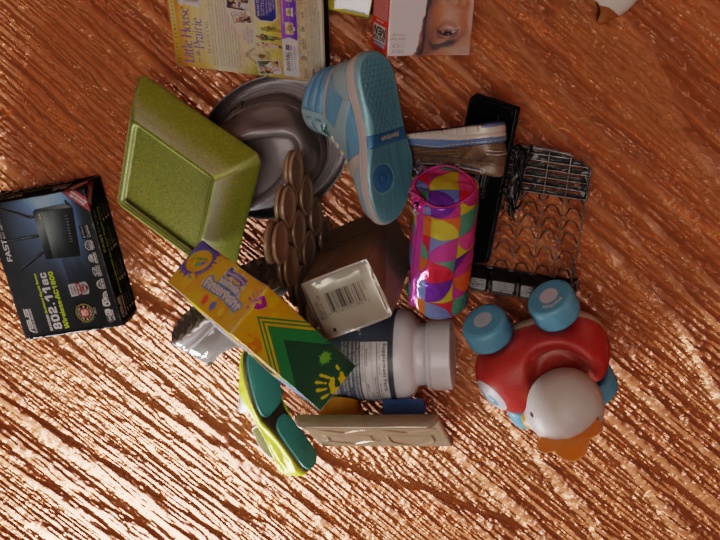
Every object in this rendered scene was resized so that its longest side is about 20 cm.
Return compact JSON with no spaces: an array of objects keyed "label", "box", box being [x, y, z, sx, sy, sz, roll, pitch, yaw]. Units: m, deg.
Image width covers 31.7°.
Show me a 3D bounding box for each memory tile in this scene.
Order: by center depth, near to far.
[{"label":"memory tile","box":[-0.074,-0.037,1.549,0.016,0.155,0.201,2,151,15]}]

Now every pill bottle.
[{"label":"pill bottle","box":[0.022,0.109,1.643,0.196,0.120,0.122,-1,110,10]}]

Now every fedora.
[{"label":"fedora","box":[-0.118,-0.144,1.590,0.198,0.090,0.179,-23,105,17]}]

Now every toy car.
[{"label":"toy car","box":[0.230,0.155,1.552,0.175,0.202,0.185,-20,127,16]}]

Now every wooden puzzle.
[{"label":"wooden puzzle","box":[0.022,0.197,1.651,0.182,0.200,0.047,-1,76,10]}]

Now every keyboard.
[{"label":"keyboard","box":[0.162,-0.105,1.539,0.103,0.039,0.203,27,116,39]}]

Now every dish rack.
[{"label":"dish rack","box":[0.209,-0.058,1.586,0.151,0.055,0.203,8,109,6]}]

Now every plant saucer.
[{"label":"plant saucer","box":[-0.229,-0.108,1.581,0.199,0.048,0.201,34,134,17]}]

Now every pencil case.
[{"label":"pencil case","box":[0.093,-0.033,1.512,0.087,0.089,0.202,5,135,8]}]

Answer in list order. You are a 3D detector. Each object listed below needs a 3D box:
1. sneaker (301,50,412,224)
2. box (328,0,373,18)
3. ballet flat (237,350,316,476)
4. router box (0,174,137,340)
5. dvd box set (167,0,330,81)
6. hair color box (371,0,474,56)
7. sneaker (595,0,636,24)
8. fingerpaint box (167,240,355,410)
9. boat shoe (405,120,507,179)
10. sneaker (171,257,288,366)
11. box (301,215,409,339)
[{"label":"sneaker","box":[-0.009,-0.155,1.522,0.129,0.079,0.204,0,98,48]},{"label":"box","box":[-0.071,-0.383,1.520,0.197,0.048,0.119,13,112,2]},{"label":"ballet flat","box":[-0.130,0.198,1.735,0.066,0.067,0.202,-15,110,37]},{"label":"router box","box":[-0.401,-0.016,1.701,0.147,0.062,0.203,-8,108,14]},{"label":"dvd box set","box":[-0.135,-0.303,1.536,0.196,0.030,0.148,8,136,9]},{"label":"hair color box","box":[0.077,-0.356,1.474,0.109,0.064,0.203,-5,113,-18]},{"label":"sneaker","box":[0.237,-0.367,1.457,0.084,0.073,0.200,-41,100,18]},{"label":"fingerpaint box","box":[-0.122,0.064,1.523,0.074,0.199,0.167,-50,124,-6]},{"label":"boat shoe","box":[0.090,-0.134,1.528,0.198,0.072,0.074,-2,97,46]},{"label":"sneaker","box":[-0.157,0.054,1.692,0.199,0.075,0.082,-33,124,20]},{"label":"box","box":[0.000,0.000,1.563,0.094,0.200,0.079,-21,106,16]}]
